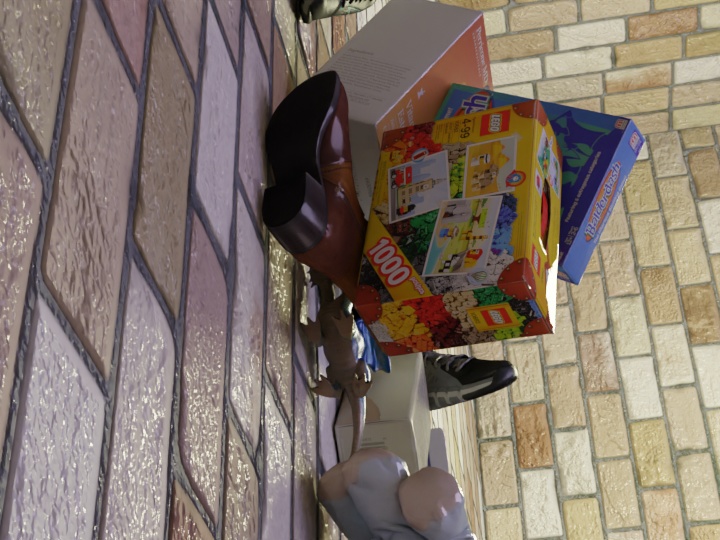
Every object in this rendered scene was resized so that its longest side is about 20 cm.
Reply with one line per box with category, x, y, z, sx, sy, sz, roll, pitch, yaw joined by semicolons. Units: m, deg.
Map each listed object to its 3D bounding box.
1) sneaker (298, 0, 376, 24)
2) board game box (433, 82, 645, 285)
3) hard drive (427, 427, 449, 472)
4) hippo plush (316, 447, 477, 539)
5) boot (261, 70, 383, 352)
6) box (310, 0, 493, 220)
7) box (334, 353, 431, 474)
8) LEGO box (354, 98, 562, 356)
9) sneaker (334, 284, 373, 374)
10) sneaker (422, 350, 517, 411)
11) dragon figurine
sneaker;-0.026;-0.312;1.456;0.200;0.079;0.076;-64;146;-74
board game box;0.140;-0.084;1.238;0.045;0.200;0.152;41;71;-50
hard drive;0.072;0.258;1.606;0.200;0.025;0.132;141;-57;-77
hippo plush;0.016;0.263;1.129;0.161;0.159;0.200;-58;135;-28
boot;-0.001;-0.053;1.173;0.200;0.068;0.189;46;32;-42
box;0.038;-0.154;1.338;0.200;0.106;0.153;-49;142;-32
box;0.027;0.160;1.393;0.200;0.078;0.095;-70;152;-74
LEGO box;0.087;-0.036;1.136;0.077;0.149;0.200;57;32;-43
sneaker;0.000;0.000;1.365;0.116;0.073;0.201;63;22;-77
sneaker;0.078;0.100;1.522;0.075;0.200;0.116;-8;81;-54
dragon figurine;-0.009;0.077;1.231;0.099;0.059;0.201;-31;106;-73
